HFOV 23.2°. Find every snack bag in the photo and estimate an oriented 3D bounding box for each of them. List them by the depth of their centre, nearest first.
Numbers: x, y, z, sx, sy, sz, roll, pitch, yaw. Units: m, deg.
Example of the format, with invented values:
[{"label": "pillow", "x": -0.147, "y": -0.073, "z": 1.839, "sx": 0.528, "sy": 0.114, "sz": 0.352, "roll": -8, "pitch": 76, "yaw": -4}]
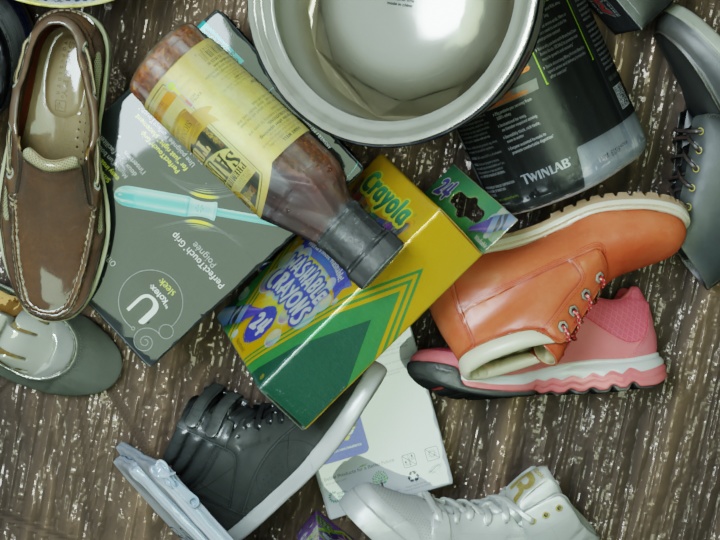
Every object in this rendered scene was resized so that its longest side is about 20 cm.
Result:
[{"label": "snack bag", "x": -0.099, "y": 0.200, "z": 1.228, "sx": 0.021, "sy": 0.200, "sz": 0.189, "roll": -42, "pitch": 99, "yaw": -13}]

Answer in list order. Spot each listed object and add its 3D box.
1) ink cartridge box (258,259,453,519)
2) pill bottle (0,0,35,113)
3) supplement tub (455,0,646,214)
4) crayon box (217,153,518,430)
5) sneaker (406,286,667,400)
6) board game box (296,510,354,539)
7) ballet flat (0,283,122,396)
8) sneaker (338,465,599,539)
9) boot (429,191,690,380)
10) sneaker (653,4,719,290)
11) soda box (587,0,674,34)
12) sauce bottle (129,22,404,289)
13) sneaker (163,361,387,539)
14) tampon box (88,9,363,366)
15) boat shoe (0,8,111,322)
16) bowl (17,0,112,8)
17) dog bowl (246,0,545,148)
[{"label": "ink cartridge box", "x": -0.004, "y": 0.075, "z": 1.295, "sx": 0.099, "sy": 0.039, "sz": 0.201, "roll": -15, "pitch": 100, "yaw": -2}, {"label": "pill bottle", "x": -0.282, "y": -0.139, "z": 1.160, "sx": 0.111, "sy": 0.200, "sz": 0.112, "roll": 0, "pitch": 104, "yaw": -1}, {"label": "supplement tub", "x": 0.109, "y": -0.151, "z": 1.230, "sx": 0.122, "sy": 0.123, "sz": 0.201, "roll": -25, "pitch": 98, "yaw": 0}, {"label": "crayon box", "x": 0.000, "y": 0.000, "z": 1.199, "sx": 0.200, "sy": 0.126, "sz": 0.052, "roll": -44, "pitch": 117, "yaw": 1}, {"label": "sneaker", "x": 0.126, "y": 0.050, "z": 1.287, "sx": 0.199, "sy": 0.074, "sz": 0.087, "roll": -2, "pitch": 84, "yaw": -18}, {"label": "board game box", "x": 0.010, "y": 0.240, "z": 1.236, "sx": 0.120, "sy": 0.200, "sz": 0.032, "roll": 43, "pitch": 94, "yaw": -8}, {"label": "ballet flat", "x": -0.266, "y": 0.039, "z": 1.259, "sx": 0.200, "sy": 0.064, "sz": 0.068, "roll": 29, "pitch": 95, "yaw": -7}, {"label": "sneaker", "x": 0.086, "y": 0.177, "z": 1.282, "sx": 0.200, "sy": 0.074, "sz": 0.116, "roll": 33, "pitch": 99, "yaw": -30}, {"label": "boot", "x": 0.146, "y": 0.014, "z": 1.231, "sx": 0.199, "sy": 0.075, "sz": 0.108, "roll": -17, "pitch": 62, "yaw": -3}, {"label": "sneaker", "x": 0.246, "y": -0.087, "z": 1.272, "sx": 0.106, "sy": 0.075, "sz": 0.200, "roll": -33, "pitch": 100, "yaw": 1}, {"label": "soda box", "x": 0.148, "y": -0.262, "z": 1.242, "sx": 0.063, "sy": 0.071, "sz": 0.200, "roll": -43, "pitch": 99, "yaw": -3}, {"label": "sauce bottle", "x": -0.057, "y": -0.070, "z": 1.116, "sx": 0.200, "sy": 0.066, "sz": 0.066, "roll": 43, "pitch": 93, "yaw": 5}, {"label": "sneaker", "x": -0.070, "y": 0.109, "z": 1.248, "sx": 0.099, "sy": 0.071, "sz": 0.200, "roll": 44, "pitch": 122, "yaw": 0}, {"label": "tampon box", "x": -0.120, "y": -0.060, "z": 1.223, "sx": 0.200, "sy": 0.126, "sz": 0.150, "roll": -42, "pitch": 96, "yaw": 3}, {"label": "boat shoe", "x": -0.199, "y": -0.066, "z": 1.119, "sx": 0.074, "sy": 0.075, "sz": 0.203, "roll": 1, "pitch": 94, "yaw": -1}, {"label": "bowl", "x": -0.211, "y": -0.255, "z": 1.194, "sx": 0.200, "sy": 0.094, "sz": 0.202, "roll": 4, "pitch": 74, "yaw": -14}, {"label": "dog bowl", "x": 0.030, "y": -0.178, "z": 1.142, "sx": 0.199, "sy": 0.074, "sz": 0.201, "roll": 0, "pitch": 90, "yaw": 22}]
